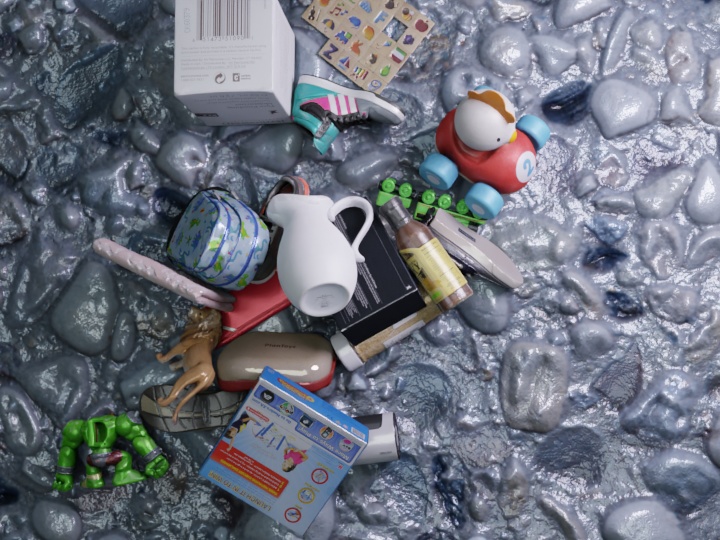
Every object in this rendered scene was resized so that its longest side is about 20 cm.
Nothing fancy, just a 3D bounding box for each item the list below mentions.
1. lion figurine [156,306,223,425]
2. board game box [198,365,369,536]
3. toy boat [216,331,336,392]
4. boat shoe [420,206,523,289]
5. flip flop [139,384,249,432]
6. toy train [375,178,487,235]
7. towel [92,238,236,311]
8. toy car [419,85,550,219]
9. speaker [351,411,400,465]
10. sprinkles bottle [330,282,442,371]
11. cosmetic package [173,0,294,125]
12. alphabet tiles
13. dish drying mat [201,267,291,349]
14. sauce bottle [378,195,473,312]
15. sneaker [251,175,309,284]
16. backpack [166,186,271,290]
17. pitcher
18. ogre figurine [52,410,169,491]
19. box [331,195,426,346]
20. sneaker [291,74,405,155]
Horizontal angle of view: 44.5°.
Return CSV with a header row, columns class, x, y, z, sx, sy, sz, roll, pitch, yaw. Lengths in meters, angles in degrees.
class,x,y,z,sx,sy,sz,roll,pitch,yaw
lion figurine,-0.271,0.152,1.444,0.122,0.073,0.200,-30,44,8
board game box,-0.121,0.286,1.393,0.199,0.056,0.196,33,105,-5
toy boat,-0.140,0.182,1.471,0.199,0.131,0.131,3,115,6
boat shoe,0.170,-0.015,1.473,0.200,0.075,0.093,37,118,-2
flip flop,-0.276,0.234,1.504,0.199,0.058,0.082,-1,81,-9
toy train,0.121,-0.107,1.492,0.199,0.042,0.057,17,102,5
towel,-0.316,0.009,1.445,0.199,0.191,0.032,24,87,12
toy car,0.209,-0.216,1.391,0.176,0.200,0.185,34,76,8
speaker,-0.037,0.287,1.458,0.199,0.081,0.082,-8,85,6
sprinkles bottle,0.049,0.089,1.470,0.199,0.068,0.068,-32,83,2
cosmetic package,-0.205,-0.346,1.463,0.164,0.200,0.166,-1,85,6
alphabet tiles,0.002,-0.426,1.545,0.200,0.008,0.167,39,91,8
dish drying mat,-0.189,0.057,1.523,0.199,0.018,0.077,-32,82,3
sauce bottle,0.101,-0.028,1.411,0.065,0.065,0.200,-35,84,2
sneaker,-0.158,-0.076,1.494,0.077,0.082,0.201,21,86,14
backpack,-0.231,-0.047,1.434,0.200,0.154,0.164,33,92,38
pitcher,-0.050,-0.035,1.378,0.171,0.122,0.201,-12,50,-5
ogre figurine,-0.428,0.303,1.488,0.199,0.098,0.121,-9,91,28
box,0.000,0.000,1.444,0.141,0.079,0.201,-30,60,6
sneaker,-0.033,-0.250,1.495,0.199,0.084,0.121,19,83,15
